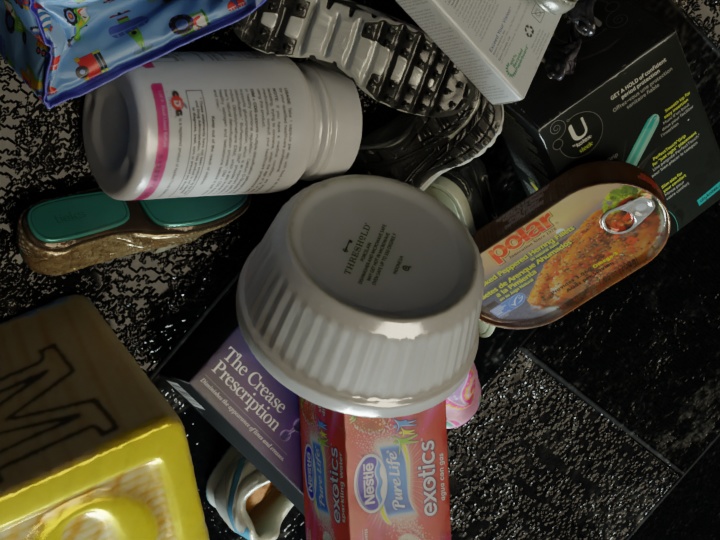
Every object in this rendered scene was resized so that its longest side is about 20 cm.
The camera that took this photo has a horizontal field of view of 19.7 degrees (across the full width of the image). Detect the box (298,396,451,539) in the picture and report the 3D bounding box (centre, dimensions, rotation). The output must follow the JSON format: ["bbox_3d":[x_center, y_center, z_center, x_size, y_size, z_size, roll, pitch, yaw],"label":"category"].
[{"bbox_3d":[0.011,0.166,1.715,0.095,0.100,0.200,-6,98,-23],"label":"box"}]

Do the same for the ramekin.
[{"bbox_3d":[0.007,0.012,1.646,0.202,0.203,0.094,-11,143,-28],"label":"ramekin"}]

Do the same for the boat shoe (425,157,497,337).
[{"bbox_3d":[0.101,-0.025,1.863,0.066,0.074,0.200,-49,137,-29],"label":"boat shoe"}]

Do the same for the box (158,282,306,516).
[{"bbox_3d":[-0.049,0.105,1.779,0.200,0.079,0.141,46,73,-22],"label":"box"}]

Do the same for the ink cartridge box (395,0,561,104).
[{"bbox_3d":[0.091,-0.265,1.597,0.200,0.043,0.197,44,58,-30],"label":"ink cartridge box"}]

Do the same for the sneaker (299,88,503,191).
[{"bbox_3d":[0.039,-0.096,1.755,0.200,0.079,0.074,-30,98,17],"label":"sneaker"}]

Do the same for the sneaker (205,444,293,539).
[{"bbox_3d":[-0.065,0.149,1.858,0.076,0.081,0.200,11,111,-36],"label":"sneaker"}]

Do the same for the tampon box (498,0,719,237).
[{"bbox_3d":[0.213,-0.125,1.829,0.150,0.126,0.200,-36,132,-7],"label":"tampon box"}]

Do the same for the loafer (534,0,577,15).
[{"bbox_3d":[0.177,-0.289,1.606,0.070,0.070,0.200,33,63,-36],"label":"loafer"}]

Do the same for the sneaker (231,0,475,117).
[{"bbox_3d":[-0.001,-0.183,1.631,0.200,0.091,0.067,21,111,-2],"label":"sneaker"}]

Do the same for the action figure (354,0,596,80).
[{"bbox_3d":[0.088,-0.213,1.711,0.200,0.102,0.119,7,127,-8],"label":"action figure"}]

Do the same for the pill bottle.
[{"bbox_3d":[-0.107,-0.115,1.631,0.200,0.113,0.114,-4,121,-32],"label":"pill bottle"}]

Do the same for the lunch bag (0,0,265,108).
[{"bbox_3d":[-0.168,-0.211,1.500,0.200,0.151,0.094,-19,128,-22],"label":"lunch bag"}]

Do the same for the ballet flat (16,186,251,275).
[{"bbox_3d":[-0.186,-0.040,1.675,0.200,0.071,0.065,-10,152,-25],"label":"ballet flat"}]

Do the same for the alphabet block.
[{"bbox_3d":[-0.252,0.170,1.665,0.196,0.200,0.196,-25,130,-18],"label":"alphabet block"}]

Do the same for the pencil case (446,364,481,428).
[{"bbox_3d":[0.052,0.053,1.866,0.087,0.087,0.200,-30,133,-14],"label":"pencil case"}]

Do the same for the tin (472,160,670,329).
[{"bbox_3d":[0.172,-0.022,1.778,0.200,0.042,0.112,-33,132,26],"label":"tin"}]
